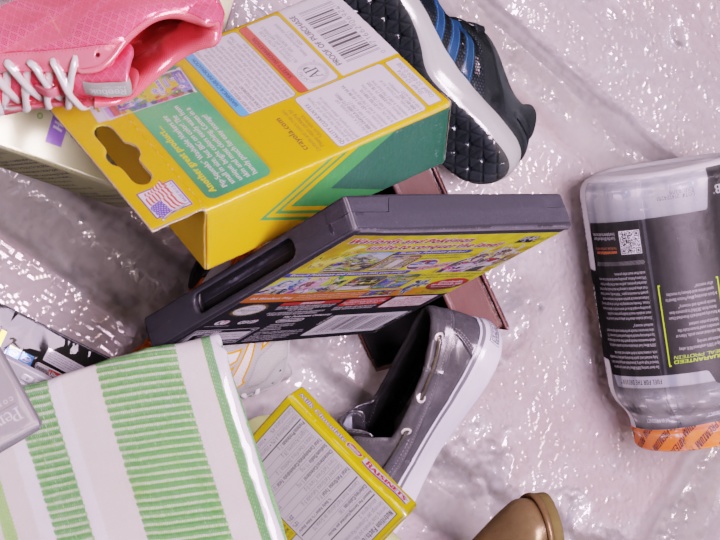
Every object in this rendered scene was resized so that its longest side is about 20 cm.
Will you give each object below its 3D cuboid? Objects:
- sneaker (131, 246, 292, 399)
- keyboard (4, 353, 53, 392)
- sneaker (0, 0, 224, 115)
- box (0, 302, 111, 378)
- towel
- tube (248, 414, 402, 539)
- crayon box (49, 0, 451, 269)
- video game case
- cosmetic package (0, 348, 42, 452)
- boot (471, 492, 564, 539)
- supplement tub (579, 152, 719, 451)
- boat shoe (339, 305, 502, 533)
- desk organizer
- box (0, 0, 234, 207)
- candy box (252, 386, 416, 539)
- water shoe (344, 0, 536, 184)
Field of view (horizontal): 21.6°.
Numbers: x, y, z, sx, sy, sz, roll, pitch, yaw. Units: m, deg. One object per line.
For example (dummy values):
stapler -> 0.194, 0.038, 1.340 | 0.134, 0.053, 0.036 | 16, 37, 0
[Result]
sneaker -> -0.091, 0.066, 1.220 | 0.092, 0.076, 0.200 | 43, 77, -33
keyboard -> -0.154, 0.113, 1.155 | 0.200, 0.011, 0.056 | 32, 108, -29
sneaker -> -0.165, -0.121, 1.035 | 0.200, 0.087, 0.074 | -29, 145, -13
box -> -0.271, 0.083, 1.138 | 0.200, 0.049, 0.160 | 28, 76, -25
towel -> -0.155, 0.133, 1.103 | 0.199, 0.023, 0.153 | -18, 87, 0
tube -> -0.017, 0.171, 1.194 | 0.052, 0.200, 0.058 | -12, 131, -36
crayon box -> -0.065, -0.080, 1.090 | 0.200, 0.126, 0.052 | -25, 143, -25
video game case -> 0.000, 0.000, 1.137 | 0.200, 0.181, 0.026 | -2, 69, -48
cosmetic package -> -0.269, 0.028, 1.049 | 0.107, 0.090, 0.200 | -32, 87, -11
boot -> 0.020, 0.220, 1.244 | 0.199, 0.066, 0.175 | 1, 131, -29
supplement tub -> 0.230, 0.022, 1.357 | 0.122, 0.122, 0.201 | -12, 97, -27
boat shoe -> 0.017, 0.108, 1.249 | 0.066, 0.070, 0.200 | 26, 110, -24
desk organizer -> 0.015, -0.031, 1.272 | 0.077, 0.072, 0.200 | -31, 105, -21
box -> -0.193, -0.151, 1.146 | 0.200, 0.097, 0.176 | 19, 83, -28
candy box -> -0.064, 0.174, 1.163 | 0.102, 0.026, 0.200 | 44, 114, 6
water shoe -> 0.046, -0.151, 1.299 | 0.200, 0.071, 0.079 | 54, 41, -16
